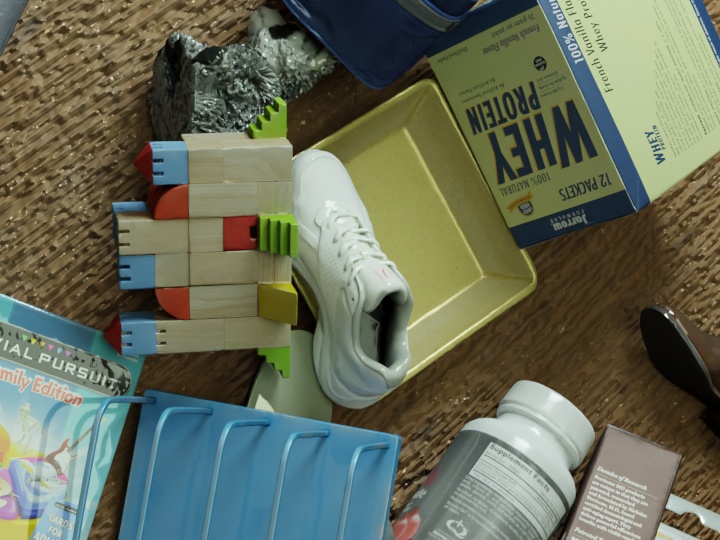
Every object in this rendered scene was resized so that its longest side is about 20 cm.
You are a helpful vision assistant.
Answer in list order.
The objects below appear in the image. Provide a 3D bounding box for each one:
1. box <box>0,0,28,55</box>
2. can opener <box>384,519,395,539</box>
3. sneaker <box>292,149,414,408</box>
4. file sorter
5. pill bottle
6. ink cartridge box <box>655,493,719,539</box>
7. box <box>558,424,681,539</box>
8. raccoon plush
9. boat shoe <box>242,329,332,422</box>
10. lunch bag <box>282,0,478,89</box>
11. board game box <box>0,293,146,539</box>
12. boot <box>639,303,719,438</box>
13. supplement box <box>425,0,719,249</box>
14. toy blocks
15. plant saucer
[{"bbox_3d":[-0.300,-0.208,1.102,0.132,0.115,0.201,29,73,-20],"label":"box"},{"bbox_3d":[0.004,0.259,1.199,0.053,0.066,0.201,-35,126,-32],"label":"can opener"},{"bbox_3d":[0.000,0.000,1.180,0.077,0.099,0.202,-16,88,-30],"label":"sneaker"},{"bbox_3d":[-0.089,0.168,1.102,0.198,0.123,0.140,9,87,14],"label":"file sorter"},{"bbox_3d":[0.104,0.190,1.261,0.111,0.111,0.200,45,68,-15],"label":"pill bottle"},{"bbox_3d":[0.253,0.292,1.331,0.161,0.057,0.201,23,52,8],"label":"ink cartridge box"},{"bbox_3d":[0.191,0.238,1.270,0.074,0.100,0.201,23,55,10],"label":"box"},{"bbox_3d":[-0.092,-0.107,1.223,0.133,0.097,0.202,0,110,-30],"label":"raccoon plush"},{"bbox_3d":[-0.070,0.146,1.206,0.073,0.063,0.203,11,83,-26],"label":"boat shoe"},{"bbox_3d":[0.035,-0.258,1.229,0.136,0.132,0.201,42,35,-17],"label":"lunch bag"},{"bbox_3d":[-0.257,0.127,1.126,0.150,0.047,0.202,22,76,-23],"label":"board game box"},{"bbox_3d":[0.358,0.035,1.428,0.200,0.064,0.187,-49,119,-19],"label":"boot"},{"bbox_3d":[0.193,-0.157,1.304,0.199,0.134,0.201,-33,99,-40],"label":"supplement box"},{"bbox_3d":[-0.120,-0.020,1.136,0.135,0.100,0.202,-2,108,-13],"label":"toy blocks"},{"bbox_3d":[0.023,-0.024,1.279,0.199,0.048,0.201,-33,98,-25],"label":"plant saucer"}]
